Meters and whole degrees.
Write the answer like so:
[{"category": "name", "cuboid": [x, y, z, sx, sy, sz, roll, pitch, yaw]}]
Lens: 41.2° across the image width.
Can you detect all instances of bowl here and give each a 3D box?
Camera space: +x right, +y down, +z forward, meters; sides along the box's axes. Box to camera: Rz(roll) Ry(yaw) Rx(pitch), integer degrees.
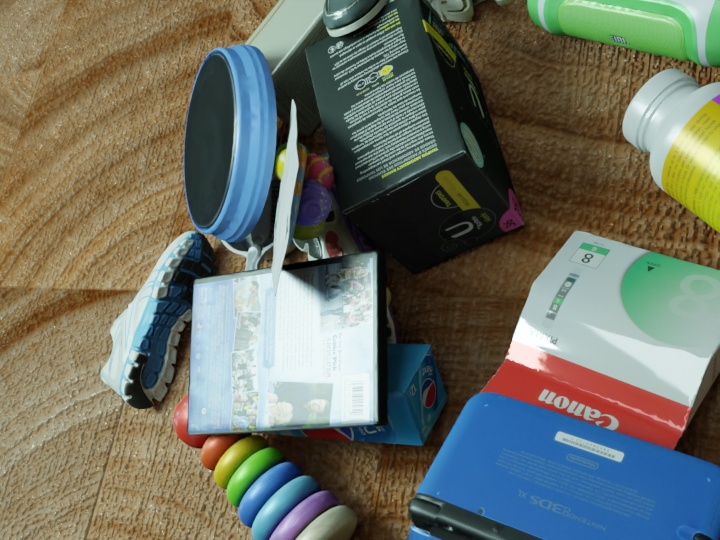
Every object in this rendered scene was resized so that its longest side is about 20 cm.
[{"category": "bowl", "cuboid": [-0.139, -0.130, 0.978, 0.200, 0.039, 0.202, -177, 90, -64]}]

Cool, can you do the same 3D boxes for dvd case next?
[{"category": "dvd case", "cuboid": [-0.066, 0.065, 0.822, 0.199, 0.018, 0.143, -8, 74, 30]}]

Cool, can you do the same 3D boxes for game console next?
[{"category": "game console", "cuboid": [0.140, 0.206, 0.678, 0.199, 0.119, 0.171, 16, 51, 27]}]

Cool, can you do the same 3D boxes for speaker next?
[{"category": "speaker", "cuboid": [0.257, -0.245, 0.885, 0.199, 0.088, 0.089, 24, 81, 36]}]

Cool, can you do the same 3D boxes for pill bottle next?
[{"category": "pill bottle", "cuboid": [0.307, -0.083, 0.769, 0.104, 0.104, 0.200, -46, 54, 4]}]

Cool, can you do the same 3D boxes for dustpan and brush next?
[{"category": "dustpan and brush", "cuboid": [-0.102, -0.037, 1.014, 0.139, 0.057, 0.201, -12, 62, 25]}]

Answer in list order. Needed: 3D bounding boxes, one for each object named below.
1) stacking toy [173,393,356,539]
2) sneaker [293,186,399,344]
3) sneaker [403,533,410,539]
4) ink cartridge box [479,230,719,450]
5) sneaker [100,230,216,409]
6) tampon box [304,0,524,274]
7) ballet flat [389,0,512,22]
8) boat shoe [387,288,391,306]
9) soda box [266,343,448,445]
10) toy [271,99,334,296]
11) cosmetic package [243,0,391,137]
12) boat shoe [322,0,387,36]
[{"category": "stacking toy", "cuboid": [-0.099, 0.186, 0.867, 0.200, 0.085, 0.085, 40, 91, 23]}, {"category": "sneaker", "cuboid": [0.000, 0.000, 0.933, 0.081, 0.083, 0.201, -32, 69, 37]}, {"category": "sneaker", "cuboid": [0.100, 0.269, 0.730, 0.087, 0.076, 0.200, -25, 40, -22]}, {"category": "ink cartridge box", "cuboid": [0.194, 0.062, 0.756, 0.160, 0.050, 0.200, 20, 51, 35]}, {"category": "sneaker", "cuboid": [-0.230, 0.044, 1.047, 0.086, 0.075, 0.201, 15, 76, 40]}, {"category": "tampon box", "cuboid": [0.052, -0.129, 0.911, 0.126, 0.150, 0.201, -25, 58, 20]}, {"category": "ballet flat", "cuboid": [0.121, -0.299, 1.006, 0.199, 0.067, 0.063, -24, 68, 20]}, {"category": "boat shoe", "cuboid": [-0.063, 0.033, 0.892, 0.199, 0.072, 0.065, 2, 41, 36]}, {"category": "soda box", "cuboid": [-0.027, 0.111, 0.885, 0.199, 0.064, 0.068, -2, 34, 30]}, {"category": "toy", "cuboid": [-0.050, -0.069, 0.845, 0.200, 0.047, 0.116, -107, 26, -64]}, {"category": "cosmetic package", "cuboid": [-0.041, -0.261, 1.058, 0.073, 0.104, 0.200, 38, 89, 37]}, {"category": "boat shoe", "cuboid": [-0.003, -0.305, 0.927, 0.073, 0.062, 0.201, -8, 47, 32]}]
